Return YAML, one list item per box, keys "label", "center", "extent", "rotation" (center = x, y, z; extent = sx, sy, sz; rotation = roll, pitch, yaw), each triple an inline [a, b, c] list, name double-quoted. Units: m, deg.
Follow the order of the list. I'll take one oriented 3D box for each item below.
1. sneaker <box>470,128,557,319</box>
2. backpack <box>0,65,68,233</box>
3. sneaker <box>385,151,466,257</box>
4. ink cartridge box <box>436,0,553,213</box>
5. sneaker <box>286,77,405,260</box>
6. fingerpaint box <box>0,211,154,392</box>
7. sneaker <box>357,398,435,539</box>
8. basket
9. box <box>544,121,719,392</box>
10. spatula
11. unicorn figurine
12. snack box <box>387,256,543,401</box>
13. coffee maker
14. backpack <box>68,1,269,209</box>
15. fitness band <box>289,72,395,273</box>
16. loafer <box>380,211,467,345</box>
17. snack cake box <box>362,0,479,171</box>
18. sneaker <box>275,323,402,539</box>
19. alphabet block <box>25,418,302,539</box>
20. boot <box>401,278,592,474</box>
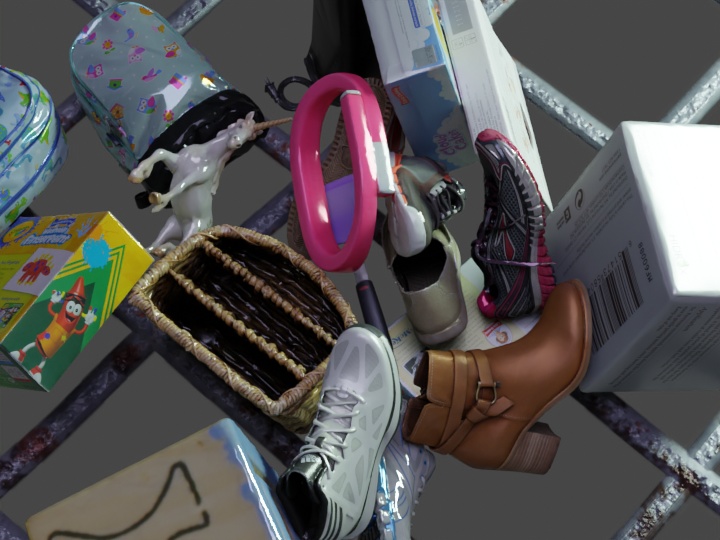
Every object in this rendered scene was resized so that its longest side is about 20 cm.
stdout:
- label: "sneaker"
  center: [0.140, -0.041, 1.654]
  extent: [0.074, 0.201, 0.081]
  rotation: [-17, 25, -7]
- label: "backpack"
  center: [-0.393, -0.115, 1.749]
  extent: [0.199, 0.155, 0.163]
  rotation: [-33, 44, -31]
- label: "sneaker"
  center: [0.066, -0.075, 1.686]
  extent: [0.081, 0.078, 0.200]
  rotation: [-5, 24, -1]
- label: "ink cartridge box"
  center: [0.141, -0.172, 1.784]
  extent: [0.044, 0.176, 0.201]
  rotation: [-18, 62, 12]
- label: "sneaker"
  center: [-0.010, -0.102, 1.798]
  extent: [0.071, 0.112, 0.201]
  rotation: [27, 94, 9]
- label: "fingerpaint box"
  center: [-0.314, 0.029, 1.641]
  extent: [0.073, 0.199, 0.167]
  rotation: [48, 63, -26]
- label: "sneaker"
  center: [0.037, 0.208, 1.628]
  extent: [0.086, 0.075, 0.202]
  rotation: [-2, 67, -22]
- label: "basket"
  center: [-0.097, 0.042, 1.645]
  extent: [0.200, 0.149, 0.143]
  rotation: [38, 86, 17]
- label: "box"
  center: [0.304, -0.010, 1.658]
  extent: [0.170, 0.199, 0.201]
  rotation: [1, 60, -21]
- label: "spatula"
  center: [0.000, 0.000, 1.708]
  extent: [0.056, 0.021, 0.201]
  rotation: [-19, 65, 10]
- label: "unicorn figurine"
  center: [-0.168, -0.081, 1.708]
  extent: [0.074, 0.201, 0.137]
  rotation: [42, 43, 18]
- label: "snack box"
  center: [0.113, 0.063, 1.722]
  extent: [0.200, 0.037, 0.116]
  rotation: [-39, 68, -20]
- label: "coffee maker"
  center: [-0.003, -0.270, 1.799]
  extent: [0.134, 0.201, 0.192]
  rotation: [39, 67, 22]
- label: "backpack"
  center: [-0.214, -0.184, 1.792]
  extent: [0.166, 0.127, 0.200]
  rotation: [-37, 66, -16]
- label: "fitness band"
  center: [-0.023, -0.096, 1.673]
  extent: [0.037, 0.144, 0.202]
  rotation: [3, 66, -30]
- label: "loafer"
  center: [0.063, -0.012, 1.710]
  extent: [0.075, 0.069, 0.201]
  rotation: [-20, 39, 2]
- label: "snack cake box"
  center: [0.064, -0.195, 1.742]
  extent: [0.067, 0.200, 0.116]
  rotation: [-17, 63, 7]
- label: "sneaker"
  center: [-0.019, 0.150, 1.527]
  extent: [0.075, 0.115, 0.202]
  rotation: [9, 94, 20]
- label: "alphabet block"
  center: [-0.147, 0.276, 1.491]
  extent: [0.199, 0.197, 0.196]
  rotation: [-26, 64, 0]
- label: "boot"
  center: [0.130, 0.091, 1.637]
  extent: [0.154, 0.077, 0.202]
  rotation: [15, 99, -18]
